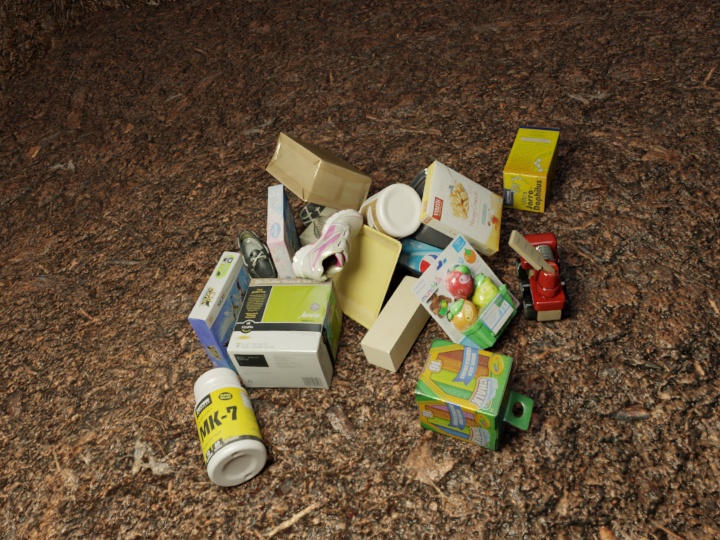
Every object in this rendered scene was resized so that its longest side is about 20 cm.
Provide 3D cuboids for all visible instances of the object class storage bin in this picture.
[{"bbox_3d":[0.201,-0.120,1.343,0.194,0.146,0.138,18,52,-22],"label":"storage bin"}]

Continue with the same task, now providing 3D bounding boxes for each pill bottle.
[{"bbox_3d":[0.057,-0.123,1.327,0.113,0.116,0.199,-36,7,-20],"label":"pill bottle"},{"bbox_3d":[-0.259,0.297,1.102,0.111,0.116,0.202,-24,45,-10],"label":"pill bottle"}]

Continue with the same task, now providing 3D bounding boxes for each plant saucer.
[{"bbox_3d":[0.000,0.000,1.301,0.197,0.206,0.048,28,13,34],"label":"plant saucer"}]

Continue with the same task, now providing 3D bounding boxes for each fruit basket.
[{"bbox_3d":[0.221,0.052,1.159,0.185,0.202,0.093,-43,9,-27],"label":"fruit basket"}]

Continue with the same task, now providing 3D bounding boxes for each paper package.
[{"bbox_3d":[-0.101,-0.236,1.404,0.189,0.197,0.106,38,109,36],"label":"paper package"}]

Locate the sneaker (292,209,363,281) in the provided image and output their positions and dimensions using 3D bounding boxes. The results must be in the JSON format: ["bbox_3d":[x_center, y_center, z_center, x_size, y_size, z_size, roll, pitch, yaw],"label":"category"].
[{"bbox_3d":[-0.053,-0.046,1.226,0.087,0.082,0.201,27,66,34],"label":"sneaker"}]

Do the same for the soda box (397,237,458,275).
[{"bbox_3d":[0.175,-0.011,1.297,0.196,0.068,0.066,22,84,32],"label":"soda box"}]

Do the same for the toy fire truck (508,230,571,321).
[{"bbox_3d":[0.363,-0.020,1.175,0.124,0.204,0.180,-4,45,10],"label":"toy fire truck"}]

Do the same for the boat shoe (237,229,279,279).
[{"bbox_3d":[-0.267,-0.030,1.452,0.074,0.061,0.200,-31,47,-16],"label":"boat shoe"}]

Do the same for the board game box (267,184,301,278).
[{"bbox_3d":[-0.177,-0.062,1.360,0.042,0.203,0.204,-11,45,3],"label":"board game box"}]

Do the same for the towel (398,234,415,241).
[{"bbox_3d":[0.080,-0.112,1.465,0.197,0.023,0.143,-35,49,-18],"label":"towel"}]

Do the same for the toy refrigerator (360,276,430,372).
[{"bbox_3d":[0.087,0.113,1.219,0.074,0.071,0.202,12,50,34],"label":"toy refrigerator"}]

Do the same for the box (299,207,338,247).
[{"bbox_3d":[-0.068,-0.117,1.476,0.080,0.070,0.202,18,54,28],"label":"box"}]

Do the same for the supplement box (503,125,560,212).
[{"bbox_3d":[0.438,-0.262,1.451,0.106,0.111,0.203,10,51,23],"label":"supplement box"}]

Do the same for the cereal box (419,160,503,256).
[{"bbox_3d":[0.227,-0.137,1.266,0.195,0.039,0.148,24,61,-20],"label":"cereal box"}]

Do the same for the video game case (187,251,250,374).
[{"bbox_3d":[-0.284,0.098,1.234,0.044,0.204,0.185,5,48,16],"label":"video game case"}]

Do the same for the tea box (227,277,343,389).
[{"bbox_3d":[-0.152,0.131,1.216,0.193,0.136,0.201,-1,47,13],"label":"tea box"}]

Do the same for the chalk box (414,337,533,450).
[{"bbox_3d":[0.211,0.229,1.033,0.194,0.126,0.127,10,50,23],"label":"chalk box"}]

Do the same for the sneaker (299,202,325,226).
[{"bbox_3d":[-0.097,-0.187,1.564,0.078,0.079,0.199,9,42,47],"label":"sneaker"}]
